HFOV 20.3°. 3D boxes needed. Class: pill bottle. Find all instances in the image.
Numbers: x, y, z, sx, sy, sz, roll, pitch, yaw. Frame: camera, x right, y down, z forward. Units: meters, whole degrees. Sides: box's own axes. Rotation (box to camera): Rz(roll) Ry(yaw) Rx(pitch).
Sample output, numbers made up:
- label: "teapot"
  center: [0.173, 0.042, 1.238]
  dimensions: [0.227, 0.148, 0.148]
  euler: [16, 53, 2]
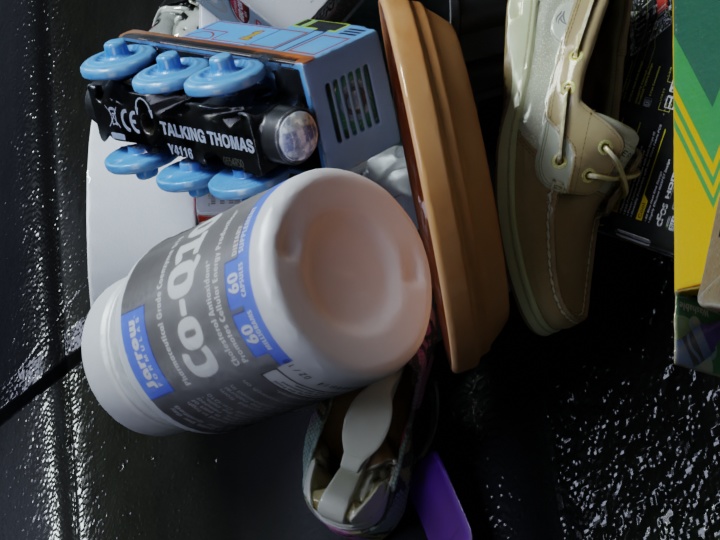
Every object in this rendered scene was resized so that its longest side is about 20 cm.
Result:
- label: "pill bottle"
  center: [-0.063, 0.025, 1.092]
  dimensions: [0.199, 0.113, 0.115]
  euler: [-23, 59, 49]

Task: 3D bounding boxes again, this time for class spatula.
- label: "spatula"
  center: [0.040, 0.083, 1.205]
  dimensions: [0.057, 0.020, 0.202]
  euler: [116, 153, -53]

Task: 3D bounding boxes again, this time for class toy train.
- label: "toy train"
  center: [-0.073, -0.096, 1.139]
  dimensions: [0.199, 0.114, 0.087]
  euler: [14, 123, 50]

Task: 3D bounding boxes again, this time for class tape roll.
- label: "tape roll"
  center: [-0.134, -0.020, 1.331]
  dimensions: [0.202, 0.070, 0.205]
  euler: [178, 90, -90]

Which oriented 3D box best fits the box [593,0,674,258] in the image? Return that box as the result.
- label: "box"
  center: [0.170, -0.112, 1.087]
  dimensions: [0.159, 0.049, 0.202]
  euler: [23, 96, 56]

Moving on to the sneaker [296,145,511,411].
- label: "sneaker"
  center: [0.000, 0.000, 1.216]
  dimensions: [0.199, 0.075, 0.115]
  euler: [-30, 45, 11]

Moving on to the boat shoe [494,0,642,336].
- label: "boat shoe"
  center: [0.112, -0.067, 1.049]
  dimensions: [0.066, 0.074, 0.202]
  euler: [-3, 81, 26]

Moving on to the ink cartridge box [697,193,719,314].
- label: "ink cartridge box"
  center: [0.244, -0.060, 0.870]
  dimensions: [0.075, 0.164, 0.202]
  euler: [7, 82, 55]

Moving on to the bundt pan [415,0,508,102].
- label: "bundt pan"
  center: [0.066, -0.195, 1.174]
  dimensions: [0.202, 0.075, 0.204]
  euler: [171, 90, -83]

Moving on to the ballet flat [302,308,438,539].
- label: "ballet flat"
  center: [0.000, 0.099, 1.155]
  dimensions: [0.071, 0.069, 0.201]
  euler: [-66, -8, -51]

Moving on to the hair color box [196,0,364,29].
- label: "hair color box"
  center: [-0.084, -0.221, 1.228]
  dimensions: [0.199, 0.061, 0.099]
  euler: [38, 76, 12]

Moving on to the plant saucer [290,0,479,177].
- label: "plant saucer"
  center: [0.002, -0.115, 1.317]
  dimensions: [0.200, 0.038, 0.203]
  euler: [-22, 61, 47]

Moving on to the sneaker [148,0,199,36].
- label: "sneaker"
  center: [-0.117, -0.179, 1.461]
  dimensions: [0.074, 0.088, 0.202]
  euler: [-32, 52, 44]

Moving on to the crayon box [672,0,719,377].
- label: "crayon box"
  center: [0.206, -0.045, 0.949]
  dimensions: [0.051, 0.125, 0.202]
  euler: [-16, 65, 48]

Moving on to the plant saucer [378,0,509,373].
- label: "plant saucer"
  center: [0.046, -0.048, 1.055]
  dimensions: [0.200, 0.037, 0.202]
  euler: [-12, -90, -90]

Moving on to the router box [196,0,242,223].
- label: "router box"
  center: [-0.076, -0.101, 1.316]
  dimensions: [0.180, 0.048, 0.202]
  euler: [90, 179, -73]
